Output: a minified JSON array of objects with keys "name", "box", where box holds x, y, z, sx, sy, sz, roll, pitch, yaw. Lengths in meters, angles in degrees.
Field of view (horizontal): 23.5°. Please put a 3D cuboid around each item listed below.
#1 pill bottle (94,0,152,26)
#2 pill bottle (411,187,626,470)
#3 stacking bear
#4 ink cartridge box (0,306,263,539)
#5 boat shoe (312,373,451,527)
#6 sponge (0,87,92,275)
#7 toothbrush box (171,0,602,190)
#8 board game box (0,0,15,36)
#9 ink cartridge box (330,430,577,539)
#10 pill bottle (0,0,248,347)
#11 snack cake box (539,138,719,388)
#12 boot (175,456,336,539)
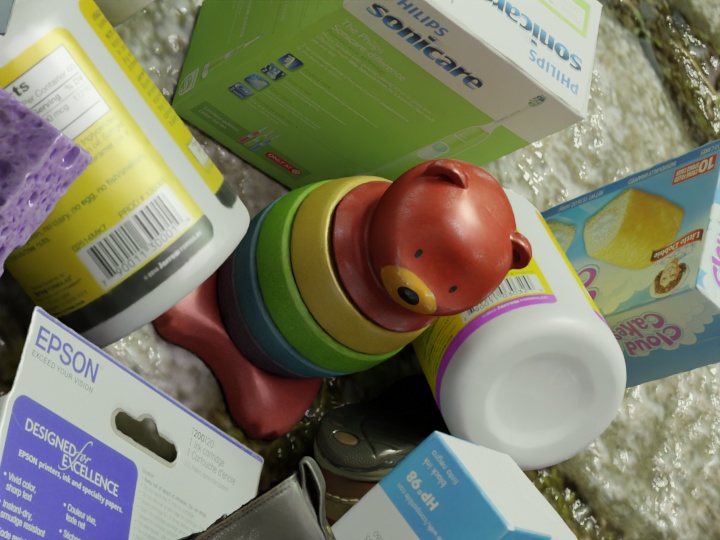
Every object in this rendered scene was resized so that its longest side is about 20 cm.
[{"name":"pill bottle","box":[-0.161,-0.235,0.913,0.200,0.114,0.114,52,47,-16]},{"name":"pill bottle","box":[0.075,0.018,1.006,0.104,0.104,0.200,34,18,-29]},{"name":"stacking bear","box":[0.000,0.000,0.926,0.122,0.200,0.114,51,48,-16]},{"name":"ink cartridge box","box":[-0.128,0.148,0.828,0.198,0.043,0.201,42,49,-47]},{"name":"boat shoe","box":[0.035,0.110,1.019,0.200,0.075,0.074,-10,114,-53]},{"name":"sponge","box":[-0.215,0.000,0.737,0.200,0.111,0.030,-54,152,-5]},{"name":"toothbrush box","box":[0.013,-0.120,0.982,0.145,0.200,0.086,32,56,-30]},{"name":"board game box","box":[-0.243,-0.165,0.642,0.199,0.043,0.199,4,34,-29]},{"name":"ink cartridge box","box":[0.006,0.178,0.890,0.067,0.200,0.116,51,10,25]},{"name":"pill bottle","box":[-0.156,-0.070,0.858,0.200,0.114,0.114,54,47,-14]},{"name":"snack cake box","box":[0.160,0.009,1.071,0.067,0.200,0.115,39,52,-25]},{"name":"boot","box":[-0.054,0.205,0.807,0.174,0.200,0.069,50,2,0]}]
